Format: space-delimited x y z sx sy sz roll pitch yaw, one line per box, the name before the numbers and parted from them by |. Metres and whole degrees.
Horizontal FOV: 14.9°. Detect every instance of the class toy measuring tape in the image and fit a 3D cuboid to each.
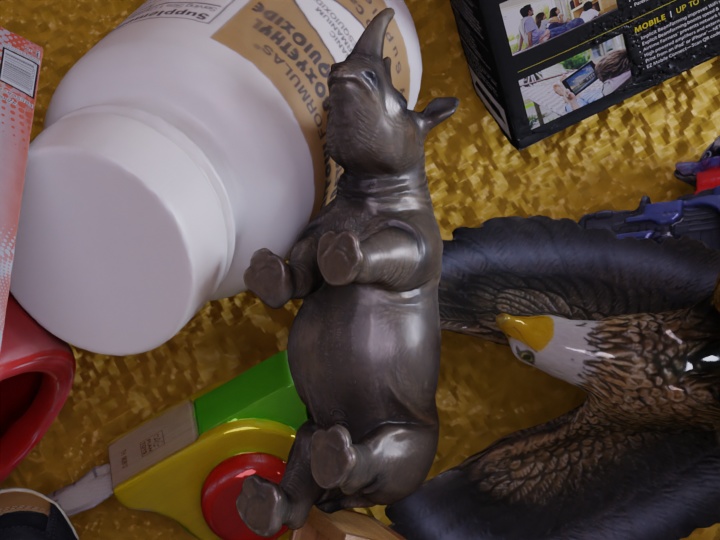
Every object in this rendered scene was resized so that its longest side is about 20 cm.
toy measuring tape | -0.081 0.100 1.159 0.200 0.074 0.074 -29 82 9

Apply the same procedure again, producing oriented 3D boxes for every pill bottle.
pill bottle | -0.062 -0.053 1.104 0.114 0.115 0.200 35 38 4

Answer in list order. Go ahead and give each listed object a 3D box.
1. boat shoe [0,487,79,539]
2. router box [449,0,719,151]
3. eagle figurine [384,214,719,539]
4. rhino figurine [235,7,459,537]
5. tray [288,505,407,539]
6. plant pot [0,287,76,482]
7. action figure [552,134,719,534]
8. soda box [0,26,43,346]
boat shoe | -0.109 0.183 1.116 0.074 0.062 0.201 -25 103 -7
router box | 0.131 -0.156 1.166 0.199 0.149 0.051 -25 45 -7
eagle figurine | 0.098 0.044 1.094 0.151 0.200 0.152 50 55 -14
rhino figurine | 0.000 0.000 1.052 0.060 0.087 0.201 7 95 31
tray | -0.024 0.197 1.082 0.037 0.099 0.201 14 90 -12
plant pot | -0.241 0.031 1.088 0.200 0.200 0.183 -38 81 -9
action figure | 0.147 0.027 1.180 0.199 0.105 0.194 1 71 27
soda box | -0.162 -0.012 0.979 0.063 0.068 0.200 25 37 -20
